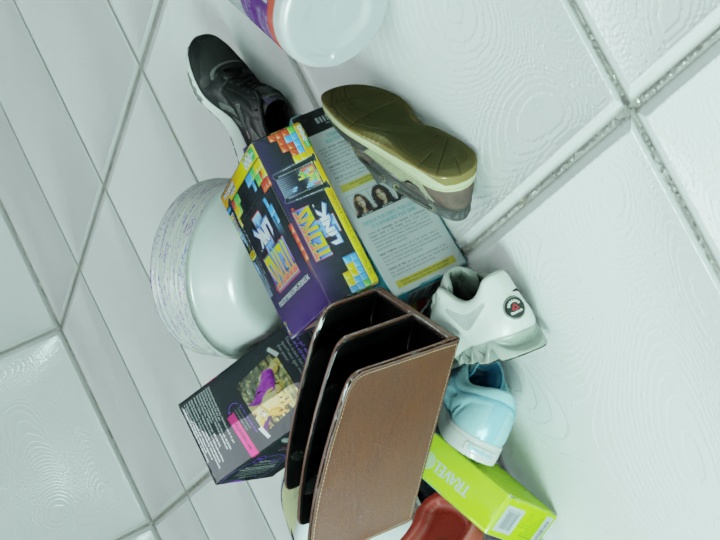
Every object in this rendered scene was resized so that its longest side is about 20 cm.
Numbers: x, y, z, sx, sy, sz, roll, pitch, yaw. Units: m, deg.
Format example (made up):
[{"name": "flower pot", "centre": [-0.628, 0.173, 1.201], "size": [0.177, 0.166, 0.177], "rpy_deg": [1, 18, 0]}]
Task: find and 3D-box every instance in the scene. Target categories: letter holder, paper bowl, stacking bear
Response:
[{"name": "letter holder", "centre": [-0.015, 0.137, 1.269], "size": [0.100, 0.142, 0.201], "rpy_deg": [33, 124, 34]}, {"name": "paper bowl", "centre": [-0.129, -0.001, 1.603], "size": [0.104, 0.200, 0.202], "rpy_deg": [6, 120, 41]}, {"name": "stacking bear", "centre": [0.126, 0.334, 1.438], "size": [0.200, 0.122, 0.113], "rpy_deg": [52, 151, -19]}]

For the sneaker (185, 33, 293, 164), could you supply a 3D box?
[{"name": "sneaker", "centre": [-0.114, -0.185, 1.569], "size": [0.201, 0.075, 0.088], "rpy_deg": [58, 143, 9]}]

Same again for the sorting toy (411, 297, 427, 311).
[{"name": "sorting toy", "centre": [0.000, 0.000, 1.460], "size": [0.201, 0.069, 0.199], "rpy_deg": [60, 160, 16]}]

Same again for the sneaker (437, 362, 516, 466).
[{"name": "sneaker", "centre": [0.107, 0.115, 1.365], "size": [0.074, 0.082, 0.200], "rpy_deg": [28, -173, -20]}]

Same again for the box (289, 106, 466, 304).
[{"name": "box", "centre": [0.012, -0.065, 1.353], "size": [0.201, 0.082, 0.049], "rpy_deg": [60, 159, 16]}]

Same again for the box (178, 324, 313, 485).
[{"name": "box", "centre": [-0.082, 0.141, 1.600], "size": [0.200, 0.122, 0.106], "rpy_deg": [-36, 71, 25]}]

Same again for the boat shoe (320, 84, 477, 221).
[{"name": "boat shoe", "centre": [0.030, -0.104, 1.284], "size": [0.201, 0.071, 0.066], "rpy_deg": [38, 141, 43]}]

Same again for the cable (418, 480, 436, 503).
[{"name": "cable", "centre": [0.088, 0.229, 1.527], "size": [0.200, 0.051, 0.164], "rpy_deg": [29, 138, 57]}]

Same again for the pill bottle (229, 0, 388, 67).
[{"name": "pill bottle", "centre": [-0.070, -0.273, 1.288], "size": [0.200, 0.111, 0.112], "rpy_deg": [46, 152, 42]}]

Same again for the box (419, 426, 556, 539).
[{"name": "box", "centre": [0.083, 0.180, 1.373], "size": [0.200, 0.048, 0.122], "rpy_deg": [38, -176, 33]}]

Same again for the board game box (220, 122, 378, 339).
[{"name": "board game box", "centre": [-0.064, -0.032, 1.388], "size": [0.166, 0.056, 0.200], "rpy_deg": [64, 163, 5]}]

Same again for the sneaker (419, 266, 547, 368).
[{"name": "sneaker", "centre": [0.092, 0.040, 1.299], "size": [0.200, 0.074, 0.089], "rpy_deg": [-20, 91, 60]}]

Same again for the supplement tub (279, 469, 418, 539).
[{"name": "supplement tub", "centre": [-0.009, 0.278, 1.621], "size": [0.200, 0.144, 0.146], "rpy_deg": [-126, 18, -73]}]
